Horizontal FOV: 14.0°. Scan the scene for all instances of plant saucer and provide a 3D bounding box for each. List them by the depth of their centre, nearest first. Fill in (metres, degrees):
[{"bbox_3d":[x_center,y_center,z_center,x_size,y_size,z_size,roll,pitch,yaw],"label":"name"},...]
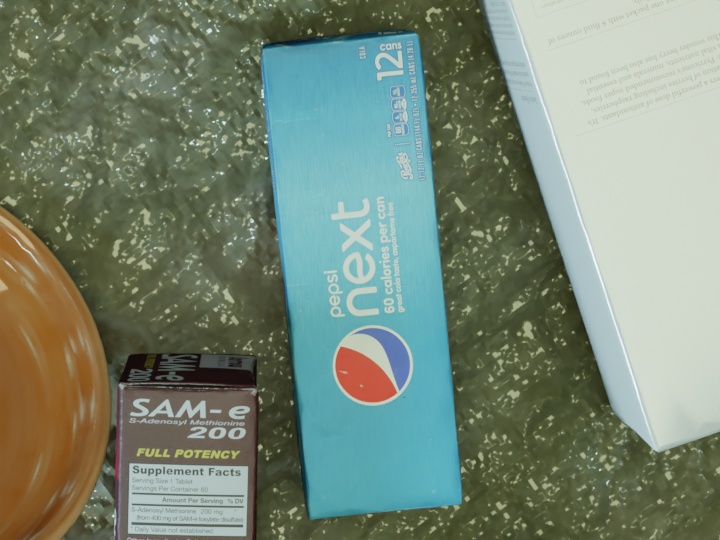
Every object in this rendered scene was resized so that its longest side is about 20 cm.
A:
[{"bbox_3d":[-0.202,0.048,1.204,0.200,0.037,0.200,12,59,-21],"label":"plant saucer"}]

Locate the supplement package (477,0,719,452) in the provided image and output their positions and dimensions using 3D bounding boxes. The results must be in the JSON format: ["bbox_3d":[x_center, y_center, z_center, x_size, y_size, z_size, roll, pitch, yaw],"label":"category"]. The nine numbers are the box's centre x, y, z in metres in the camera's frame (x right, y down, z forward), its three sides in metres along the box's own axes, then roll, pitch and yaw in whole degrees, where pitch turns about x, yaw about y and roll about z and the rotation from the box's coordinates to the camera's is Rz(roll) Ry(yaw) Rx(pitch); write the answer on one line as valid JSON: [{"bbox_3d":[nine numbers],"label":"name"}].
[{"bbox_3d":[0.137,-0.043,1.215,0.121,0.120,0.200,-18,96,-2],"label":"supplement package"}]

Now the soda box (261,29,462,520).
[{"bbox_3d":[0.000,0.000,1.241,0.068,0.064,0.200,-6,95,-2],"label":"soda box"}]

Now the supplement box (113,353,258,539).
[{"bbox_3d":[-0.074,0.140,1.229,0.061,0.109,0.200,2,94,-2],"label":"supplement box"}]
